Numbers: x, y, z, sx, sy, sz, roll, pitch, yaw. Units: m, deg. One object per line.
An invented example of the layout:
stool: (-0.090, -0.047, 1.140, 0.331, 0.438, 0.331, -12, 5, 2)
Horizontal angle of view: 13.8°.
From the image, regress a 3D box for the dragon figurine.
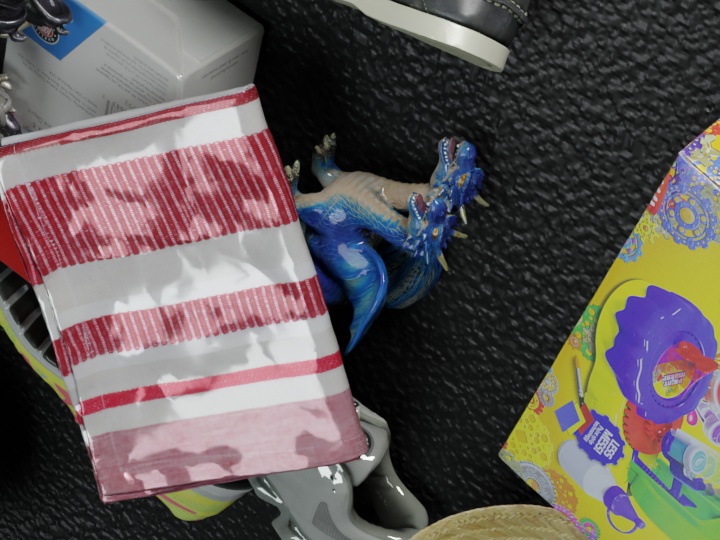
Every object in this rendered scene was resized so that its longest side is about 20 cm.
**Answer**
dragon figurine: (0.000, 0.000, 1.485, 0.099, 0.059, 0.200, 38, 138, 17)

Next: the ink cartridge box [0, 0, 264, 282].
ink cartridge box: (-0.128, -0.067, 1.551, 0.116, 0.067, 0.201, 36, 137, 21)

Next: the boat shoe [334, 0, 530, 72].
boat shoe: (0.002, -0.155, 1.387, 0.199, 0.072, 0.068, 26, 97, 37)

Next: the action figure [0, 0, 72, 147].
action figure: (-0.217, -0.078, 1.497, 0.102, 0.119, 0.201, 33, 127, 10)

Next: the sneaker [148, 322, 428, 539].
sneaker: (-0.031, 0.075, 1.542, 0.088, 0.074, 0.200, -4, 137, 42)

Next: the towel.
towel: (-0.090, 0.016, 1.470, 0.143, 0.023, 0.201, -11, 110, 15)

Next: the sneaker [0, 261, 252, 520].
sneaker: (-0.140, 0.066, 1.652, 0.200, 0.078, 0.090, 47, 146, 10)

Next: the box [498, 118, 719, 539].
box: (0.187, 0.012, 1.218, 0.122, 0.192, 0.200, 41, 137, 13)

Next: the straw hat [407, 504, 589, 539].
straw hat: (0.085, 0.220, 1.534, 0.201, 0.201, 0.085, 48, 180, 5)
